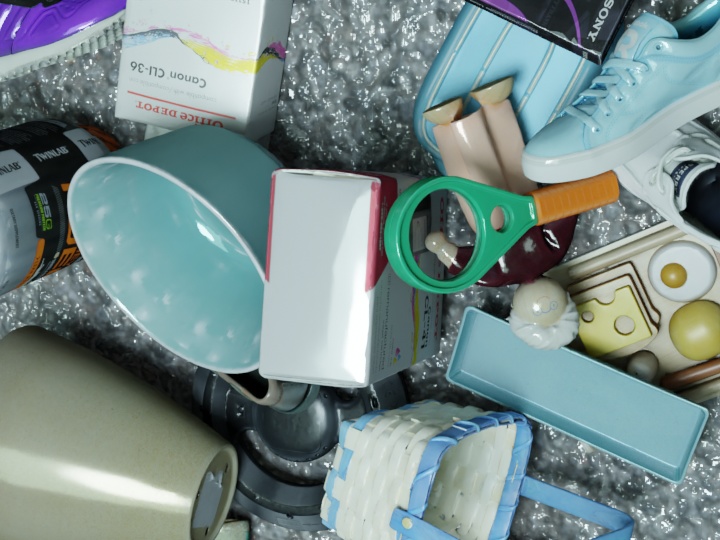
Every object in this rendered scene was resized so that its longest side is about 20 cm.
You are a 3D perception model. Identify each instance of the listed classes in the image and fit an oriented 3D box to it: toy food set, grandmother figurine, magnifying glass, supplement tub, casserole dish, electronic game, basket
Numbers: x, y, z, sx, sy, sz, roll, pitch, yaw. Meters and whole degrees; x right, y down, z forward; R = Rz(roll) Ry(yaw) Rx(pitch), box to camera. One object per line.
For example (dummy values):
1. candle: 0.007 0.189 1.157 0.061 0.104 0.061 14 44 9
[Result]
1. toy food set: 0.231 0.043 1.135 0.199 0.060 0.144 -23 98 23
2. grandmother figurine: 0.107 -0.033 1.110 0.121 0.061 0.201 -21 98 13
3. magnifying glass: 0.102 -0.038 1.060 0.022 0.199 0.080 4 107 59
4. supplement tub: -0.273 -0.052 1.199 0.122 0.200 0.123 8 109 24
5. casserole dish: 0.112 -0.144 1.131 0.121 0.039 0.201 32 115 8
6. electronic game: -0.051 0.121 1.267 0.199 0.042 0.201 3 99 21
7. basket: 0.087 0.177 1.137 0.199 0.176 0.140 16 102 36

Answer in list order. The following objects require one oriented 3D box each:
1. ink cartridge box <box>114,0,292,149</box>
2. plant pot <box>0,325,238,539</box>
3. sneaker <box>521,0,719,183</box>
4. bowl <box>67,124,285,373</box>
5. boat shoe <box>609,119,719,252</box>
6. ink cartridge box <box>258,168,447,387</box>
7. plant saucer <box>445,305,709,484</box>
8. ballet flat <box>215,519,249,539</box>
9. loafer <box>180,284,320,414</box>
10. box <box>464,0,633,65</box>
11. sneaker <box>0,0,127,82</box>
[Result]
1. ink cartridge box: -0.123 -0.171 1.187 0.116 0.067 0.201 14 111 14
2. plant pot: -0.210 0.162 1.250 0.199 0.187 0.188 15 111 16
3. sneaker: 0.189 -0.135 1.049 0.199 0.074 0.082 -30 115 -13
4. bowl: -0.115 -0.031 1.150 0.200 0.105 0.201 25 141 22
5. boat shoe: 0.240 -0.064 1.066 0.200 0.065 0.074 36 100 29
6. ink cartridge box: 0.000 0.000 1.111 0.085 0.200 0.148 4 95 18
7. plant saucer: 0.164 0.092 1.152 0.199 0.019 0.070 24 119 18
8. ballet flat: -0.191 0.223 1.347 0.199 0.067 0.063 14 83 11
9. loafer: -0.118 0.044 1.228 0.200 0.063 0.072 37 106 25
10. box: 0.115 -0.254 1.073 0.199 0.036 0.144 27 92 8
11. sneaker: -0.273 -0.213 1.225 0.199 0.070 0.100 -15 99 22
